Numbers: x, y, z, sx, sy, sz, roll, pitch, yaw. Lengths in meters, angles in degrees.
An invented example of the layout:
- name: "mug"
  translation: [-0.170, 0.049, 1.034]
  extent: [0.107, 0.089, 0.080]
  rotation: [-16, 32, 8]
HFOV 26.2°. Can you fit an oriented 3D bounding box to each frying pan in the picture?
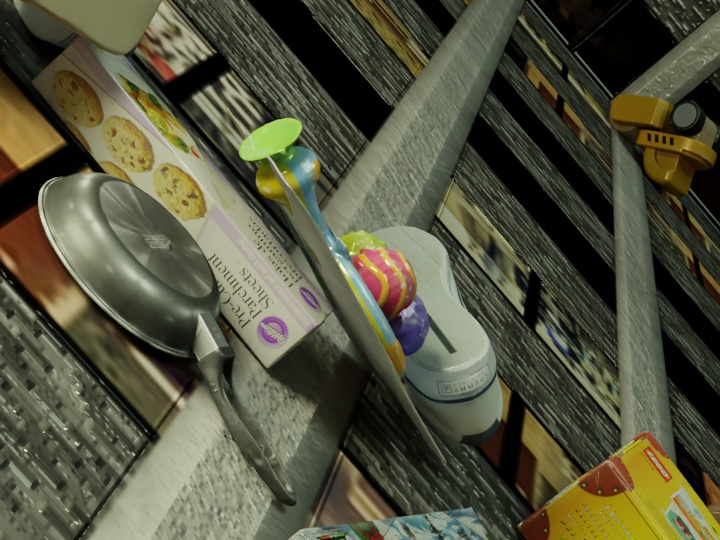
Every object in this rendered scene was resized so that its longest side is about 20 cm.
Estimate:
- name: "frying pan"
  translation: [-0.093, 0.021, 0.740]
  extent: [0.115, 0.031, 0.191]
  rotation: [26, 27, -51]

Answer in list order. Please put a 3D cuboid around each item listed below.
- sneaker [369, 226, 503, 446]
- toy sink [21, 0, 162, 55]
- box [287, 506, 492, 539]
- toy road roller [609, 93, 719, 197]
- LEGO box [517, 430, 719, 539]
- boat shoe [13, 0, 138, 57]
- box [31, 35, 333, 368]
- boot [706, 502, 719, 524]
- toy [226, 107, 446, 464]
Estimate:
- name: "sneaker"
  translation: [0.036, 0.040, 0.978]
  extent: [0.200, 0.072, 0.071]
  rotation: [-113, -170, -59]
- name: "toy sink"
  translation: [-0.184, -0.217, 0.770]
  extent: [0.112, 0.131, 0.199]
  rotation: [25, -4, 46]
- name: "box"
  translation: [0.040, 0.181, 0.717]
  extent: [0.137, 0.040, 0.200]
  rotation: [56, 18, 20]
- name: "toy road roller"
  translation: [0.520, -0.214, 2.679]
  extent: [0.199, 0.147, 0.123]
  rotation: [16, -8, 39]
- name: "LEGO box"
  translation: [0.206, 0.214, 1.006]
  extent: [0.201, 0.077, 0.149]
  rotation: [54, 17, 12]
- name: "boat shoe"
  translation: [-0.181, -0.209, 0.911]
  extent: [0.068, 0.072, 0.201]
  rotation: [16, 40, -58]
- name: "box"
  translation: [-0.095, -0.039, 0.832]
  extent: [0.200, 0.041, 0.039]
  rotation: [51, 17, -1]
- name: "boot"
  translation: [0.350, 0.273, 1.267]
  extent: [0.201, 0.073, 0.155]
  rotation: [59, 15, 18]
- name: "toy"
  translation: [0.000, 0.000, 0.848]
  extent: [0.201, 0.047, 0.115]
  rotation: [58, -4, -32]
